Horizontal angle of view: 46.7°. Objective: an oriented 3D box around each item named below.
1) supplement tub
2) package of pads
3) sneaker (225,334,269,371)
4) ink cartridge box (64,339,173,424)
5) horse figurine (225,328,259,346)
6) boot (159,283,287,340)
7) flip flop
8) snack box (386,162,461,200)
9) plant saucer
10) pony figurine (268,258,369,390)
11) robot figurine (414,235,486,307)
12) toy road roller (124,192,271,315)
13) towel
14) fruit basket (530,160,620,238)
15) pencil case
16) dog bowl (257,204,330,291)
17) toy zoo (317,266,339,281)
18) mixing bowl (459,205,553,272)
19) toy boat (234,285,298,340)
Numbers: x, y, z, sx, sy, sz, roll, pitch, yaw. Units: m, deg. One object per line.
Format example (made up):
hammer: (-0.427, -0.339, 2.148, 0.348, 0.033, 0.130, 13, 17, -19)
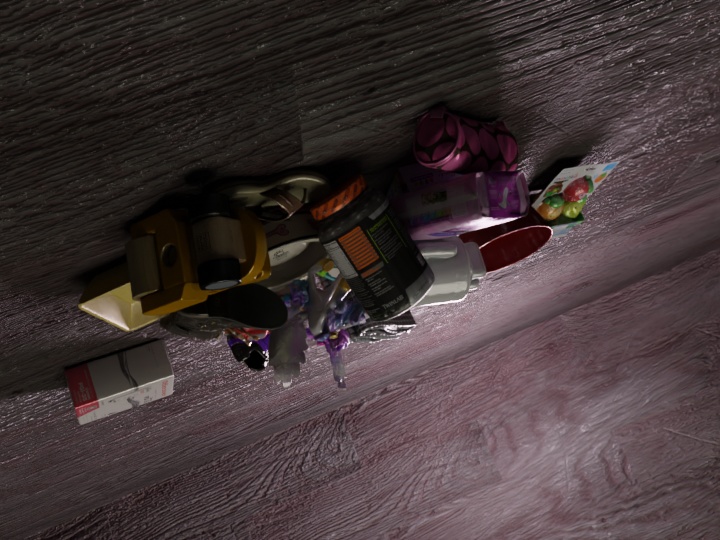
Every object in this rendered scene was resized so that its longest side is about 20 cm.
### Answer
supplement tub: (0.015, -0.036, 1.264, 0.121, 0.202, 0.123, -31, -168, 7)
package of pads: (0.149, -0.098, 1.282, 0.119, 0.077, 0.198, -6, 176, -41)
sneaker: (-0.222, 0.172, 1.818, 0.069, 0.101, 0.199, -27, 163, 22)
ink cartridge box: (-0.476, 0.223, 1.664, 0.197, 0.084, 0.147, -17, 162, -20)
horse figurine: (-0.264, 0.094, 1.549, 0.051, 0.131, 0.200, -63, 169, -13)
boot: (-0.225, 0.075, 1.360, 0.196, 0.071, 0.174, 10, 158, -11)
flip flop: (-0.129, -0.098, 1.192, 0.197, 0.058, 0.081, -11, 159, -37)
snack box: (0.145, -0.144, 1.426, 0.197, 0.054, 0.143, -16, 160, -17)
plant saucer: (-0.321, 0.019, 1.312, 0.197, 0.049, 0.200, -24, 163, 1)
pony figurine: (-0.067, 0.085, 1.371, 0.165, 0.196, 0.199, 18, 136, -42)
robot figurine: (0.110, 0.002, 1.409, 0.196, 0.115, 0.171, -7, 148, -14)
toy road roller: (-0.212, -0.018, 1.151, 0.197, 0.125, 0.145, -17, 168, 30)
towel: (0.020, 0.058, 1.689, 0.085, 0.167, 0.198, -39, 158, 30)
fruit basket: (0.429, -0.148, 1.736, 0.183, 0.095, 0.200, -11, 156, -36)
pencil case: (0.160, -0.191, 1.256, 0.090, 0.096, 0.198, 18, -169, 35)
dog bowl: (-0.134, -0.035, 1.354, 0.197, 0.075, 0.201, -21, 163, -6)
toy zoo: (0.000, 0.000, 1.517, 0.197, 0.021, 0.131, 24, 150, -8)
mixing bowl: (0.275, -0.086, 1.674, 0.197, 0.110, 0.201, -17, 160, -6)
toy boat: (-0.164, 0.104, 1.638, 0.129, 0.133, 0.199, -6, 157, -45)
